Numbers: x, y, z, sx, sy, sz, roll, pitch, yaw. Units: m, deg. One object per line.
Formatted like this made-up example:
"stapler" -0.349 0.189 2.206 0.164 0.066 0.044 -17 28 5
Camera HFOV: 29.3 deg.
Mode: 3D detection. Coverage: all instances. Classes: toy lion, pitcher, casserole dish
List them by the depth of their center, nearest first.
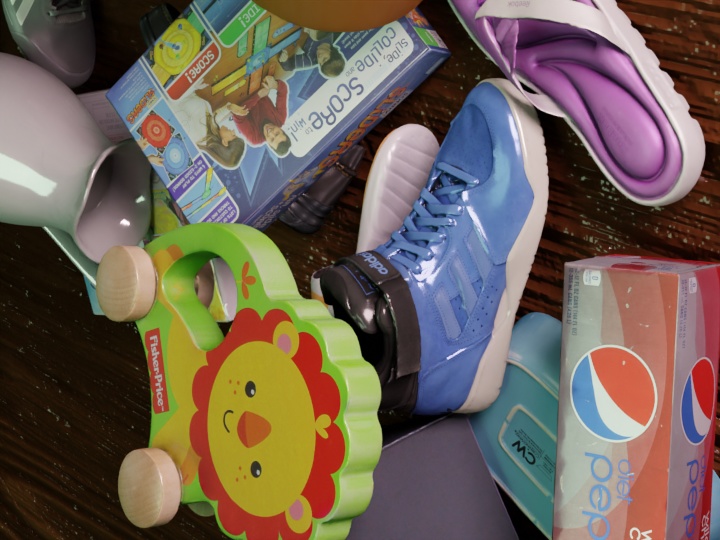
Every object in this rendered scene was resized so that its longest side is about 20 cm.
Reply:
"toy lion" -0.067 0.066 0.803 0.191 0.068 0.202 -18 77 43
"casserole dish" 0.131 0.117 0.823 0.200 0.039 0.122 47 136 26
"pitcher" -0.245 -0.068 1.052 0.199 0.121 0.173 29 140 25

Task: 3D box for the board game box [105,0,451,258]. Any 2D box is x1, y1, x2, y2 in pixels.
"board game box" -0.057 -0.122 0.863 0.200 0.034 0.136 -40 76 24

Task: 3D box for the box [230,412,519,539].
"box" 0.020 0.212 0.903 0.202 0.122 0.198 67 155 0

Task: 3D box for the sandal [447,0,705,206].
"sandal" 0.104 -0.116 0.733 0.203 0.050 0.083 49 135 25

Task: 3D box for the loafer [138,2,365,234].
"loafer" -0.074 -0.118 0.936 0.072 0.073 0.200 -45 75 13

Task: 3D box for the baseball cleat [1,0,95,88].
"baseball cleat" -0.239 -0.244 1.056 0.106 0.069 0.202 -10 101 51

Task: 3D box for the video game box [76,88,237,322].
"video game box" -0.166 -0.054 1.079 0.199 0.047 0.184 1 105 49

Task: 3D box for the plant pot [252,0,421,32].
"plant pot" -0.006 -0.233 0.711 0.200 0.199 0.184 49 152 21

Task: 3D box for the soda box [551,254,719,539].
"soda box" 0.147 0.095 0.731 0.069 0.063 0.203 7 99 36

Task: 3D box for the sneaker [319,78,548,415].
"sneaker" 0.036 -0.011 0.788 0.077 0.110 0.202 36 121 54

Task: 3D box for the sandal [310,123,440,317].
"sandal" 0.006 -0.002 0.888 0.059 0.079 0.209 30 119 39
